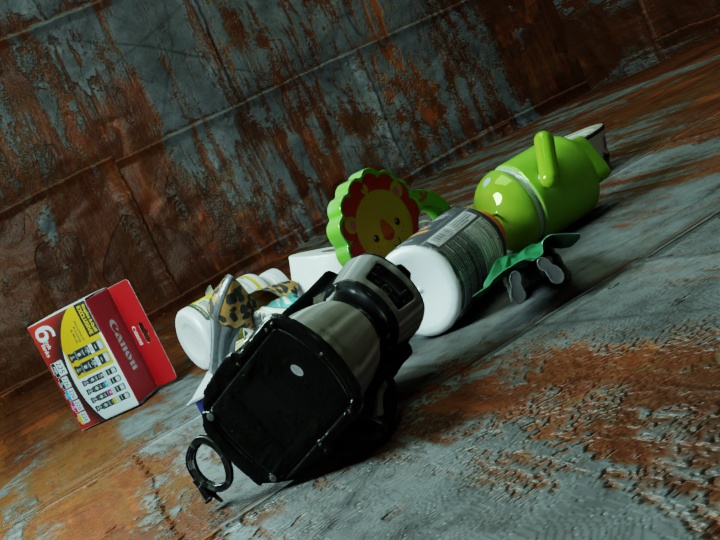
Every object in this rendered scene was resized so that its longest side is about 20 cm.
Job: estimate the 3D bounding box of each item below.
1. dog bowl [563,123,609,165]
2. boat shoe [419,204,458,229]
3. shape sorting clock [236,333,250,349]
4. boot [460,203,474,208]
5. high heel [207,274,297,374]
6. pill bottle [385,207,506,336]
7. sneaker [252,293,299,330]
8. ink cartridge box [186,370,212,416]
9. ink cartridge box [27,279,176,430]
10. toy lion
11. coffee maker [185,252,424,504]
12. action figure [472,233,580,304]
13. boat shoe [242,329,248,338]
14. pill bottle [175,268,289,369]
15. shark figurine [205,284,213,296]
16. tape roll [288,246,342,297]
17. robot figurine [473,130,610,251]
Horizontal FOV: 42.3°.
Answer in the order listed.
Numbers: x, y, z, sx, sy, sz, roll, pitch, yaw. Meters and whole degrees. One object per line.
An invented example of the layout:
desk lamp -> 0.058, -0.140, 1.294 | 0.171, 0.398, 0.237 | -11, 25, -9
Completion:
dog bowl -> 0.338, -0.176, 1.598 | 0.198, 0.075, 0.200 | -26, 6, 3
boat shoe -> 0.113, -0.051, 1.534 | 0.071, 0.067, 0.200 | -19, 10, 42
shape sorting clock -> -0.128, 0.091, 1.384 | 0.197, 0.040, 0.200 | -23, -5, -2
boot -> 0.211, -0.083, 1.411 | 0.197, 0.067, 0.176 | -18, 23, 8
high heel -> -0.124, 0.029, 1.177 | 0.071, 0.144, 0.200 | 24, 39, 16
pill bottle -> 0.106, -0.009, 1.083 | 0.105, 0.107, 0.200 | -21, 8, 33
sneaker -> -0.045, 0.062, 1.063 | 0.079, 0.079, 0.198 | -33, 31, -32
ink cartridge box -> -0.117, 0.125, 1.199 | 0.195, 0.048, 0.200 | -25, 9, 0
ink cartridge box -> -0.440, 0.142, 1.597 | 0.174, 0.202, 0.084 | -25, 7, 19
toy lion -> 0.050, -0.043, 1.182 | 0.199, 0.194, 0.068 | -31, 9, -40
coffee maker -> -0.049, 0.087, 0.838 | 0.190, 0.136, 0.200 | -24, 7, 27
action figure -> 0.180, -0.003, 0.982 | 0.117, 0.055, 0.200 | -27, 0, 11
boat shoe -> -0.104, 0.056, 1.519 | 0.197, 0.074, 0.068 | -28, 3, -13
pill bottle -> -0.210, 0.077, 1.604 | 0.199, 0.114, 0.112 | -30, 8, -34
shark figurine -> -0.267, 0.065, 2.095 | 0.213, 0.090, 0.129 | -33, 39, 10
tape roll -> 0.000, 0.000, 1.325 | 0.199, 0.072, 0.202 | -8, 4, 1
robot figurine -> 0.236, -0.101, 1.239 | 0.198, 0.116, 0.176 | -30, -15, -20
